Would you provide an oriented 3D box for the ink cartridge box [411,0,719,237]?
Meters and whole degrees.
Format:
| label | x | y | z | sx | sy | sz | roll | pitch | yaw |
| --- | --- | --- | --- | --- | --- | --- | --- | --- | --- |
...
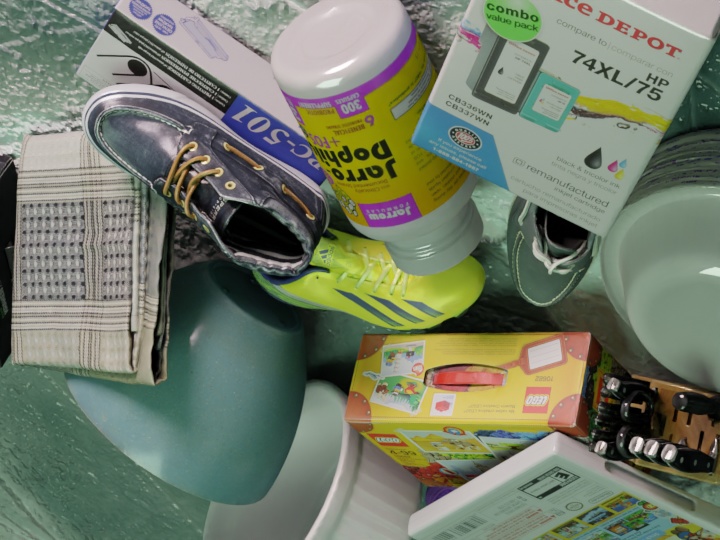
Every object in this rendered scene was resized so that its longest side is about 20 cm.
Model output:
| label | x | y | z | sx | sy | sz | roll | pitch | yaw |
| --- | --- | --- | --- | --- | --- | --- | --- | --- | --- |
| ink cartridge box | 0.144 | -0.158 | 1.473 | 0.146 | 0.147 | 0.201 | 26 | 142 | 2 |

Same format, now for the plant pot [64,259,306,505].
| label | x | y | z | sx | sy | sz | roll | pitch | yaw |
| --- | --- | --- | --- | --- | --- | --- | --- | --- | --- |
| plant pot | -0.120 | 0.072 | 1.884 | 0.199 | 0.200 | 0.135 | 34 | 108 | -7 |

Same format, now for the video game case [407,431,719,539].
| label | x | y | z | sx | sy | sz | roll | pitch | yaw |
| --- | --- | --- | --- | --- | --- | --- | --- | --- | --- |
| video game case | 0.164 | 0.199 | 1.810 | 0.181 | 0.023 | 0.200 | 26 | 144 | -23 |

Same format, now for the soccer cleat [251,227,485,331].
| label | x | y | z | sx | sy | sz | roll | pitch | yaw |
| --- | --- | --- | --- | --- | --- | --- | --- | --- | --- |
| soccer cleat | -0.001 | 0.001 | 1.799 | 0.199 | 0.065 | 0.084 | 5 | 154 | 31 |

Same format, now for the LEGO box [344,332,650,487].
| label | x | y | z | sx | sy | sz | roll | pitch | yaw |
| --- | --- | --- | --- | --- | --- | --- | --- | --- | --- |
| LEGO box | 0.113 | 0.111 | 1.813 | 0.199 | 0.078 | 0.149 | -1 | 155 | 31 |

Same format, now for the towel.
| label | x | y | z | sx | sy | sz | roll | pitch | yaw |
| --- | --- | --- | --- | --- | --- | --- | --- | --- | --- |
| towel | -0.212 | -0.013 | 1.815 | 0.034 | 0.194 | 0.199 | 5 | 179 | -43 |

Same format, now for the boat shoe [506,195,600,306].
| label | x | y | z | sx | sy | sz | roll | pitch | yaw |
| --- | --- | --- | --- | --- | --- | --- | --- | --- | --- |
| boat shoe | 0.139 | -0.032 | 1.686 | 0.072 | 0.062 | 0.201 | 23 | 142 | 7 |

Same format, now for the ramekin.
| label | x | y | z | sx | sy | sz | roll | pitch | yaw |
| --- | --- | --- | --- | --- | --- | --- | --- | --- | --- |
| ramekin | -0.037 | 0.201 | 1.951 | 0.097 | 0.202 | 0.200 | 29 | 145 | -27 |

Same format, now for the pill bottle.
| label | x | y | z | sx | sy | sz | roll | pitch | yaw |
| --- | --- | --- | --- | --- | --- | --- | --- | --- | --- |
| pill bottle | 0.020 | -0.093 | 1.657 | 0.104 | 0.105 | 0.201 | -2 | 133 | 33 |

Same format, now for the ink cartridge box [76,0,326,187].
| label | x | y | z | sx | sy | sz | roll | pitch | yaw |
| --- | --- | --- | --- | --- | --- | --- | --- | --- | --- |
| ink cartridge box | -0.107 | -0.128 | 1.742 | 0.199 | 0.044 | 0.094 | 33 | 143 | -7 |

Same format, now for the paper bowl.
| label | x | y | z | sx | sy | sz | roll | pitch | yaw |
| --- | --- | --- | --- | --- | --- | --- | --- | --- | --- |
| paper bowl | 0.263 | 0.008 | 1.624 | 0.199 | 0.105 | 0.201 | 17 | 142 | 14 |

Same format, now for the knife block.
| label | x | y | z | sx | sy | sz | roll | pitch | yaw |
| --- | --- | --- | --- | --- | --- | --- | --- | --- | --- |
| knife block | 0.256 | 0.120 | 1.676 | 0.198 | 0.065 | 0.176 | 12 | -179 | -11 |

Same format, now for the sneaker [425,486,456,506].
| label | x | y | z | sx | sy | sz | roll | pitch | yaw |
| --- | --- | --- | --- | --- | --- | --- | --- | --- | --- |
| sneaker | 0.135 | 0.201 | 1.931 | 0.199 | 0.089 | 0.081 | -1 | 135 | 33 |

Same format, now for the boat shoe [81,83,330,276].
| label | x | y | z | sx | sy | sz | roll | pitch | yaw |
| --- | --- | --- | --- | --- | --- | --- | --- | --- | --- |
| boat shoe | -0.114 | -0.067 | 1.689 | 0.199 | 0.091 | 0.071 | 26 | 111 | -5 |

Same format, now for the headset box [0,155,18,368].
| label | x | y | z | sx | sy | sz | roll | pitch | yaw |
| --- | --- | --- | --- | --- | --- | --- | --- | --- | --- |
| headset box | -0.374 | -0.024 | 1.981 | 0.198 | 0.093 | 0.175 | 13 | 139 | 18 |
